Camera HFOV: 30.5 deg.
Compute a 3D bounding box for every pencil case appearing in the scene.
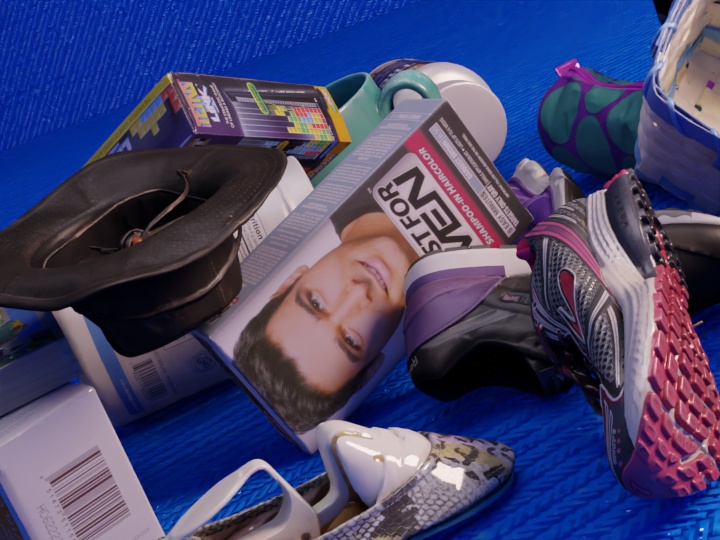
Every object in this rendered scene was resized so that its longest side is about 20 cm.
[{"bbox_3d":[0.210,-0.112,0.993,0.084,0.093,0.200,-26,15,-15],"label":"pencil case"}]

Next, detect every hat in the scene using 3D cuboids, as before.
[{"bbox_3d":[-0.122,-0.002,0.742,0.198,0.082,0.201,-17,26,8],"label":"hat"}]

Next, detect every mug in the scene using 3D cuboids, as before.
[{"bbox_3d":[-0.017,-0.083,1.132,0.152,0.115,0.184,-45,20,-31],"label":"mug"}]

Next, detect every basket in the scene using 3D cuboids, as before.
[{"bbox_3d":[0.246,-0.131,0.770,0.177,0.138,0.201,-59,-12,-23],"label":"basket"}]

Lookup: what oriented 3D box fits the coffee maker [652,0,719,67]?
[{"bbox_3d":[0.305,-0.233,1.047,0.133,0.195,0.200,-1,15,5],"label":"coffee maker"}]

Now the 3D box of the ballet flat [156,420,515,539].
[{"bbox_3d":[-0.020,0.111,0.615,0.199,0.073,0.072,-26,16,-13],"label":"ballet flat"}]

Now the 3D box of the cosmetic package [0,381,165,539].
[{"bbox_3d":[-0.205,0.121,0.775,0.071,0.102,0.199,-32,18,-31],"label":"cosmetic package"}]

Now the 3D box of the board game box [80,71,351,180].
[{"bbox_3d":[-0.129,-0.065,1.005,0.164,0.057,0.200,-6,-27,-49],"label":"board game box"}]

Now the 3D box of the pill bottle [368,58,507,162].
[{"bbox_3d":[0.066,-0.142,1.252,0.110,0.112,0.200,-25,15,-9],"label":"pill bottle"}]

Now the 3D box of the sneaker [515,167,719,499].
[{"bbox_3d":[0.120,0.035,0.623,0.074,0.081,0.201,-26,28,18],"label":"sneaker"}]

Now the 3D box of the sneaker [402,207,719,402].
[{"bbox_3d":[0.121,0.031,0.725,0.198,0.076,0.088,-11,46,14],"label":"sneaker"}]

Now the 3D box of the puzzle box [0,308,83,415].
[{"bbox_3d":[-0.243,0.060,0.793,0.132,0.026,0.200,-28,17,-14],"label":"puzzle box"}]

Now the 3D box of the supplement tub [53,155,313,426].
[{"bbox_3d":[-0.114,0.015,0.946,0.198,0.133,0.132,-24,15,-7],"label":"supplement tub"}]

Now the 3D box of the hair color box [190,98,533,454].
[{"bbox_3d":[0.000,0.000,0.794,0.200,0.099,0.061,-45,22,-12],"label":"hair color box"}]

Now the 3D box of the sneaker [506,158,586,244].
[{"bbox_3d":[0.118,-0.016,0.876,0.083,0.081,0.200,-40,9,1],"label":"sneaker"}]
